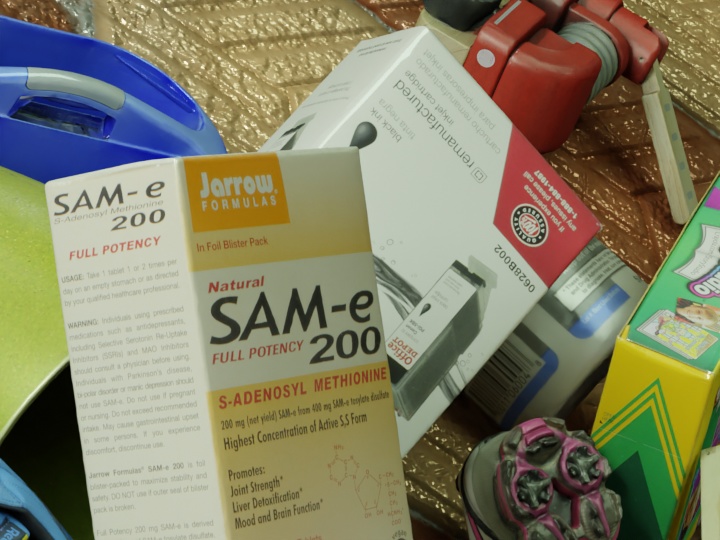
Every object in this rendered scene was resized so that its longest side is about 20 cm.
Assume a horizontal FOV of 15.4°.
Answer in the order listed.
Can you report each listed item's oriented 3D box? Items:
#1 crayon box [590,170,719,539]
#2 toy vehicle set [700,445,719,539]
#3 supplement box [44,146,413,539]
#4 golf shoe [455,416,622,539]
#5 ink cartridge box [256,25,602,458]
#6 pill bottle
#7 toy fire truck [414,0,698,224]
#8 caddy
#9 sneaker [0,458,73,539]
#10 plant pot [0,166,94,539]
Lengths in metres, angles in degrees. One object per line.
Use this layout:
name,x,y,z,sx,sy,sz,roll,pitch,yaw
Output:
crayon box,0.170,0.066,1.420,0.058,0.173,0.200,19,34,13
toy vehicle set,0.212,0.197,1.333,0.124,0.026,0.200,-83,153,-50
supplement box,-0.049,0.053,1.087,0.126,0.073,0.200,-8,90,-54
golf shoe,0.107,0.175,1.336,0.073,0.092,0.200,-15,81,-28
ink cartridge box,0.000,0.000,1.329,0.147,0.083,0.200,47,71,-16
pill bottle,0.057,-0.009,1.469,0.200,0.114,0.114,43,37,10
toy fire truck,0.134,-0.113,1.661,0.200,0.129,0.176,31,35,11
caddy,-0.164,-0.063,1.358,0.200,0.105,0.142,12,43,-29
sneaker,-0.171,0.079,1.032,0.066,0.078,0.200,-49,114,-19
plant pot,-0.178,0.026,1.210,0.200,0.187,0.187,39,35,25
